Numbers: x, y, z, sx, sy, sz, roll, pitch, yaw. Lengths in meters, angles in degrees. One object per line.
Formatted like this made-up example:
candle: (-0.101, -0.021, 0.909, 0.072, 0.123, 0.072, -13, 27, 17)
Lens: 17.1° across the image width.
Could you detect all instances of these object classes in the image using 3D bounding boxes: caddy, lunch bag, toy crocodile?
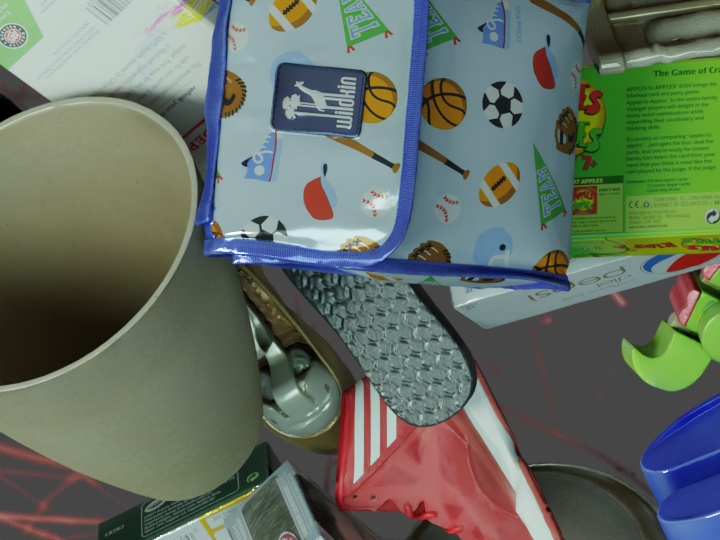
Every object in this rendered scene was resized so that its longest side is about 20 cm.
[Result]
caddy: (0.271, 0.136, 1.481, 0.200, 0.141, 0.105, -30, 113, 11)
lunch bag: (0.014, -0.078, 1.250, 0.199, 0.124, 0.171, 7, 85, -28)
toy crocodile: (0.231, -0.010, 1.440, 0.062, 0.068, 0.200, 27, 113, -19)

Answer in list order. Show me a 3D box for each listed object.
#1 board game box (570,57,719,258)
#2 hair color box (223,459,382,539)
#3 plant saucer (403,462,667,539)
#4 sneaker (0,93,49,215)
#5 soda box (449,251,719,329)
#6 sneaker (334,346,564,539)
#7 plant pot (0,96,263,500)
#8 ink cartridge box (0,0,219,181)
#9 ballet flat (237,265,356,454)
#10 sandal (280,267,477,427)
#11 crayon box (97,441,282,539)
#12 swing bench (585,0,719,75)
board game box: (0.182, -0.063, 1.325, 0.199, 0.048, 0.102, -2, 77, 18)
hair color box: (0.012, 0.214, 1.467, 0.061, 0.099, 0.200, -45, 116, 7)
plant saucer: (0.110, 0.208, 1.558, 0.199, 0.032, 0.201, -3, 113, -7)
sneaker: (-0.197, -0.018, 1.390, 0.099, 0.071, 0.200, -29, 113, 15)
soda box: (0.149, -0.027, 1.392, 0.199, 0.064, 0.068, -16, 162, 15)
sneaker: (0.051, 0.144, 1.466, 0.115, 0.078, 0.201, -26, 93, 0)
plant pot: (-0.135, 0.040, 1.324, 0.187, 0.188, 0.200, -24, 138, 7)
ink cartridge box: (-0.107, -0.125, 1.326, 0.200, 0.067, 0.117, 37, 132, -22)
ballet flat: (-0.060, 0.051, 1.446, 0.069, 0.063, 0.200, -33, 117, 10)
sandal: (-0.001, 0.001, 1.419, 0.075, 0.048, 0.201, -28, 94, 11)
crayon box: (-0.067, 0.221, 1.543, 0.125, 0.052, 0.200, -26, 117, 8)
swing bench: (0.211, -0.227, 1.292, 0.198, 0.130, 0.201, -8, 124, -2)
